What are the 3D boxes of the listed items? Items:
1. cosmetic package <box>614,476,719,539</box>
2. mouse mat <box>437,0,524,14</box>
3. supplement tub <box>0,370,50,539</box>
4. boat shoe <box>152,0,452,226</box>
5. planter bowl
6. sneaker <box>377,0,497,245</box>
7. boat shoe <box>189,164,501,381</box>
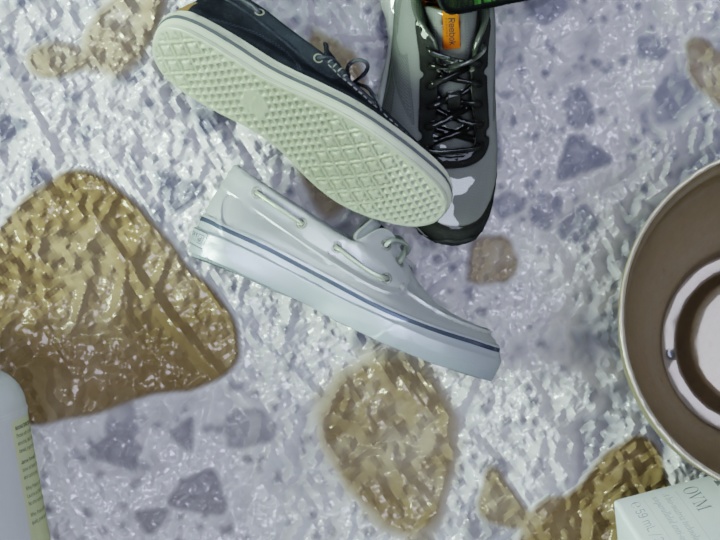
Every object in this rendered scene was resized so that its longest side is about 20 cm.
[{"bbox_3d":[0.274,0.205,1.443,0.198,0.200,0.124,-13,117,-9],"label":"cosmetic package"},{"bbox_3d":[0.062,-0.252,1.444,0.007,0.161,0.202,-9,96,31],"label":"mouse mat"},{"bbox_3d":[-0.249,0.136,1.397,0.144,0.145,0.202,-10,93,-9],"label":"supplement tub"},{"bbox_3d":[-0.027,-0.099,1.454,0.199,0.075,0.062,33,48,4],"label":"boat shoe"},{"bbox_3d":[0.243,0.037,1.468,0.198,0.135,0.202,0,82,-1],"label":"planter bowl"},{"bbox_3d":[0.047,-0.115,1.471,0.073,0.079,0.202,-5,94,-11],"label":"sneaker"},{"bbox_3d":[0.000,0.000,1.468,0.199,0.074,0.067,24,90,-9],"label":"boat shoe"}]
